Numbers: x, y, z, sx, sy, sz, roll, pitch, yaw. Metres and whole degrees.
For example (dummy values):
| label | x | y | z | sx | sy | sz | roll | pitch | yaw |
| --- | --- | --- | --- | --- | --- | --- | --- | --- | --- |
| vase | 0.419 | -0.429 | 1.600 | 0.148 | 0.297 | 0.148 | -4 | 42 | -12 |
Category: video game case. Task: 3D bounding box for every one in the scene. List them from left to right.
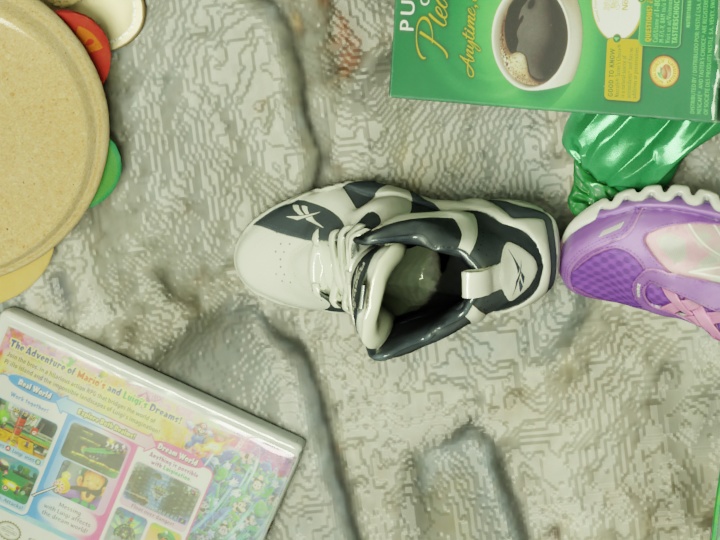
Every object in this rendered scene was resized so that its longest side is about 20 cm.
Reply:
| label | x | y | z | sx | sy | sz | roll | pitch | yaw |
| --- | --- | --- | --- | --- | --- | --- | --- | --- | --- |
| video game case | -0.158 | 0.143 | 1.461 | 0.200 | 0.024 | 0.182 | 24 | 102 | 4 |

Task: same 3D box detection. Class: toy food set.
| label | x | y | z | sx | sy | sz | roll | pitch | yaw |
| --- | --- | --- | --- | --- | --- | --- | --- | --- | --- |
| toy food set | -0.237 | -0.083 | 1.392 | 0.200 | 0.049 | 0.198 | 34 | 106 | -17 |

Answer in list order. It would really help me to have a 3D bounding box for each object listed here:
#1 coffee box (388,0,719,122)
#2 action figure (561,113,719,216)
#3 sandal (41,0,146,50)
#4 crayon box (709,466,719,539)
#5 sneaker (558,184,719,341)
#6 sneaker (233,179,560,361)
| label | x | y | z | sx | sy | sz | roll | pitch | yaw |
| --- | --- | --- | --- | --- | --- | --- | --- | --- | --- |
| coffee box | 0.113 | -0.148 | 1.325 | 0.200 | 0.044 | 0.123 | 5 | 98 | 28 |
| action figure | 0.178 | -0.110 | 1.352 | 0.118 | 0.055 | 0.200 | 37 | 106 | -1 |
| sandal | -0.214 | -0.204 | 1.383 | 0.078 | 0.070 | 0.212 | -40 | 92 | 13 |
| crayon box | 0.302 | 0.143 | 1.376 | 0.200 | 0.058 | 0.119 | 7 | 101 | 7 |
| sneaker | 0.208 | 0.012 | 1.340 | 0.200 | 0.089 | 0.081 | 7 | 142 | 8 |
| sneaker | 0.000 | 0.000 | 1.342 | 0.199 | 0.130 | 0.080 | 8 | 104 | 23 |
